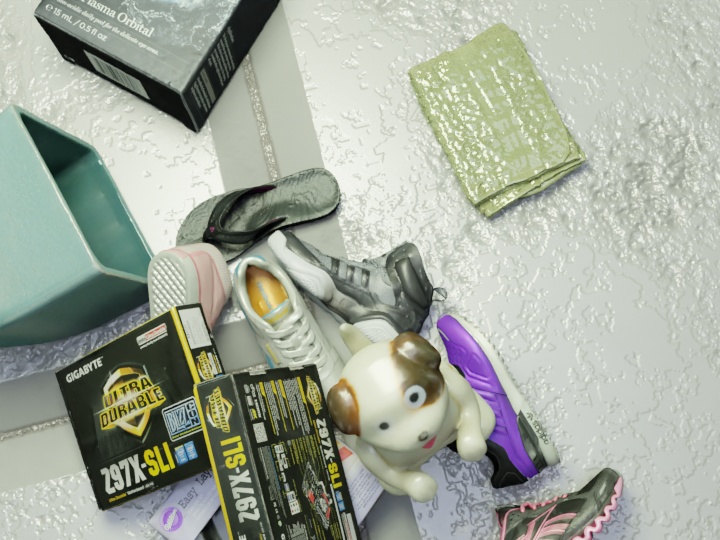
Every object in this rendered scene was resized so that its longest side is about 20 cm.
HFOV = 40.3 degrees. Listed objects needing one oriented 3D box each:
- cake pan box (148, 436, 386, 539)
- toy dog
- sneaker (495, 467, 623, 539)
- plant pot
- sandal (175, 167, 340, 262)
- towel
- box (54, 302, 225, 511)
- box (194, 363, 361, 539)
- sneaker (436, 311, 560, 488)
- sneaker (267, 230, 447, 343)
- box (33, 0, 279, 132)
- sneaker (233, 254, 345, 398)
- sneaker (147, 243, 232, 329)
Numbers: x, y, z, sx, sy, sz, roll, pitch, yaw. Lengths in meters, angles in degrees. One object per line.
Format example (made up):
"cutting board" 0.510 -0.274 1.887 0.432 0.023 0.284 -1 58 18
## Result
"cake pan box" -0.097 0.248 1.040 0.184 0.052 0.200 37 81 10
"toy dog" 0.042 0.119 0.933 0.139 0.200 0.195 -27 78 3
"sneaker" 0.189 0.269 1.026 0.200 0.079 0.095 -43 70 -9
"plant pot" -0.356 -0.019 1.031 0.199 0.196 0.197 -32 80 4
"sandal" -0.119 -0.068 1.105 0.199 0.048 0.076 -24 79 -5
"towel" 0.153 -0.175 1.131 0.148 0.036 0.201 -27 80 -4
"box" -0.217 0.143 1.006 0.199 0.049 0.161 -26 82 33
"box" -0.073 0.194 0.935 0.049 0.159 0.201 -19 81 23
"sneaker" 0.121 0.143 1.049 0.099 0.070 0.201 -32 79 -3
"sneaker" 0.000 0.000 1.079 0.200 0.075 0.114 40 81 2
"box" -0.226 -0.304 1.121 0.196 0.117 0.201 28 79 6
"sneaker" -0.077 0.074 1.060 0.076 0.081 0.200 -35 81 -8
"sneaker" -0.185 0.064 1.070 0.075 0.105 0.202 12 109 18
